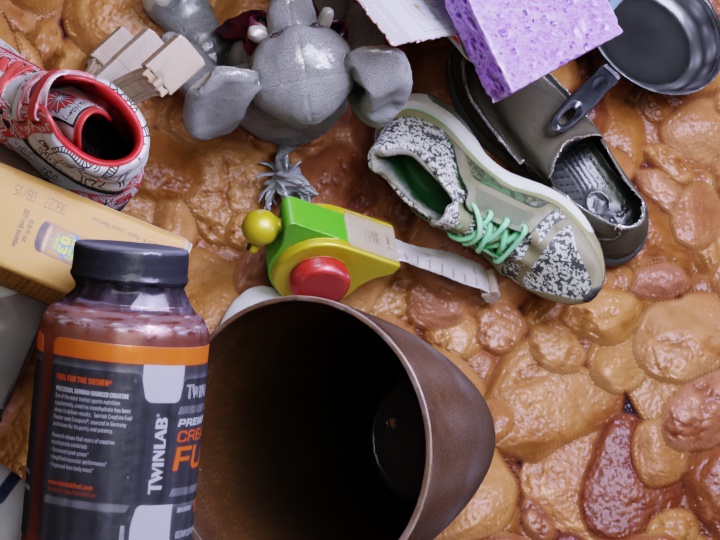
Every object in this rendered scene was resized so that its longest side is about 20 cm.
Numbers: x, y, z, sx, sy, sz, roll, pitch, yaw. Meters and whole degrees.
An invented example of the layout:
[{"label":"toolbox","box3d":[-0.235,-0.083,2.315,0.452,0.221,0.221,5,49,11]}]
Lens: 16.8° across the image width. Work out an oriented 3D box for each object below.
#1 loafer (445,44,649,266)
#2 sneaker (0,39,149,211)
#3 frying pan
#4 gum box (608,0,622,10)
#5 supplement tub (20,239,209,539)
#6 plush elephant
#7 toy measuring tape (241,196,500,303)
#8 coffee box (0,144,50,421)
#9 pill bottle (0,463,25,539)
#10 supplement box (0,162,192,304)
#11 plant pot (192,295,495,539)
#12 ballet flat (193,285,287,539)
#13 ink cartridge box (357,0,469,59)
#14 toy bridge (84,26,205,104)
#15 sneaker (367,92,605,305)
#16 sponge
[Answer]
[{"label":"loafer","box3d":[0.141,-0.095,1.736,0.075,0.070,0.200,-41,88,-18]},{"label":"sneaker","box3d":[-0.220,-0.117,1.558,0.201,0.108,0.067,38,69,-3]},{"label":"frying pan","box3d":[0.202,-0.145,1.759,0.115,0.031,0.190,25,57,-10]},{"label":"gum box","box3d":[0.091,-0.279,1.712,0.200,0.045,0.170,18,41,-27]},{"label":"supplement tub","box3d":[-0.148,0.083,1.489,0.107,0.107,0.201,4,95,-11]},{"label":"plush elephant","box3d":[-0.050,-0.147,1.661,0.164,0.155,0.200,-8,78,-14]},{"label":"toy measuring tape","box3d":[0.000,0.000,1.696,0.200,0.074,0.074,18,73,-29]},{"label":"coffee box","box3d":[-0.250,-0.010,1.624,0.114,0.080,0.200,23,73,-7]},{"label":"pill bottle","box3d":[-0.274,0.166,1.558,0.200,0.120,0.120,35,72,-2]},{"label":"supplement box","box3d":[-0.214,-0.022,1.559,0.200,0.069,0.067,23,74,-10]},{"label":"plant pot","box3d":[0.005,0.113,1.585,0.187,0.200,0.187,-1,87,27]},{"label":"ballet flat","box3d":[-0.078,0.101,1.645,0.069,0.069,0.200,19,74,-8]},{"label":"ink cartridge box","box3d":[0.031,-0.208,1.674,0.200,0.050,0.161,-17,62,-47]},{"label":"toy bridge","box3d":[-0.156,-0.129,1.614,0.067,0.200,0.027,-43,107,-8]},{"label":"sneaker","box3d":[0.078,-0.035,1.690,0.200,0.077,0.089,37,33,5]},{"label":"sponge","box3d":[0.089,-0.223,1.611,0.111,0.030,0.200,-28,94,-33]}]
